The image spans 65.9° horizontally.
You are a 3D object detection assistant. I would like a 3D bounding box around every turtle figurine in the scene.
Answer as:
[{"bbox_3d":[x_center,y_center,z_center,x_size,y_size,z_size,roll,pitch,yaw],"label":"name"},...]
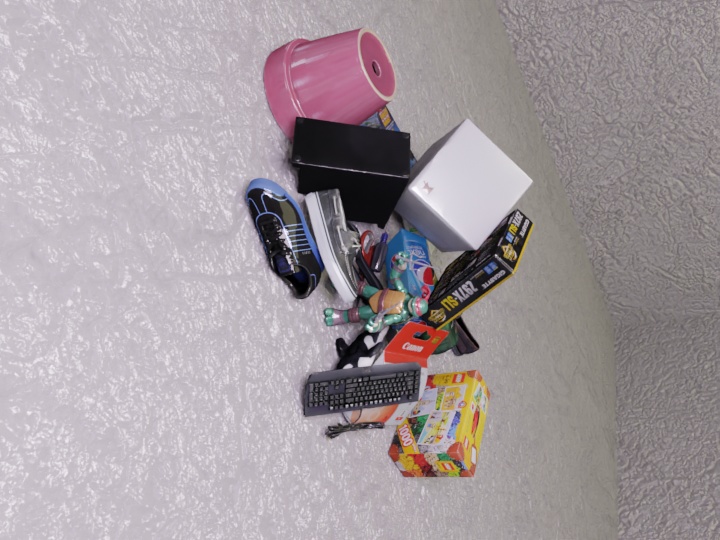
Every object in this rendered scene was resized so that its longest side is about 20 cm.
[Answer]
[{"bbox_3d":[0.040,0.052,0.942,0.101,0.199,0.150,57,42,-41],"label":"turtle figurine"}]

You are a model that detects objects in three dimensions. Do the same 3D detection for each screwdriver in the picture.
[{"bbox_3d":[0.056,-0.089,1.131,0.029,0.028,0.201,58,46,-62],"label":"screwdriver"}]

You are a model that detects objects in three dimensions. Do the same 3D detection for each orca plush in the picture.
[{"bbox_3d":[-0.004,0.129,0.978,0.071,0.105,0.200,35,53,0],"label":"orca plush"}]

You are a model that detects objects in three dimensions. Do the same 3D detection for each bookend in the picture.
[{"bbox_3d":[-0.029,-0.168,1.006,0.200,0.198,0.092,115,-21,-66],"label":"bookend"}]

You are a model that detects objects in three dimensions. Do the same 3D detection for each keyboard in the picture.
[{"bbox_3d":[0.005,0.214,0.899,0.199,0.021,0.128,-2,110,-21],"label":"keyboard"}]

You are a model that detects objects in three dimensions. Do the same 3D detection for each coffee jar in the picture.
[{"bbox_3d":[0.143,0.075,1.206,0.104,0.085,0.201,-67,135,-68],"label":"coffee jar"}]

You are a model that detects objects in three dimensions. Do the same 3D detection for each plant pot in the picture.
[{"bbox_3d":[-0.041,-0.332,0.990,0.200,0.178,0.201,29,54,-50],"label":"plant pot"}]

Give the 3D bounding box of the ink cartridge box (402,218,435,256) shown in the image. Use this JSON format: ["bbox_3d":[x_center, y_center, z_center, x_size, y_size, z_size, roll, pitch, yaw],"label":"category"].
[{"bbox_3d":[0.135,-0.143,1.285,0.109,0.050,0.201,-56,135,-50],"label":"ink cartridge box"}]

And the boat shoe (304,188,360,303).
[{"bbox_3d":[-0.034,-0.048,0.921,0.072,0.071,0.201,56,14,-79],"label":"boat shoe"}]

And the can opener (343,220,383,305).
[{"bbox_3d":[-0.009,-0.007,1.029,0.079,0.063,0.201,-81,149,-65],"label":"can opener"}]

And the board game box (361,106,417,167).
[{"bbox_3d":[0.038,-0.261,1.194,0.200,0.061,0.200,63,36,-24],"label":"board game box"}]

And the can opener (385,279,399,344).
[{"bbox_3d":[0.075,0.116,1.113,0.053,0.066,0.201,-28,102,-70],"label":"can opener"}]

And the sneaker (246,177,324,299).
[{"bbox_3d":[-0.119,-0.046,0.864,0.200,0.070,0.078,59,29,-28],"label":"sneaker"}]

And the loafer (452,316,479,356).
[{"bbox_3d":[0.235,0.117,1.361,0.072,0.063,0.201,-49,120,-53],"label":"loafer"}]

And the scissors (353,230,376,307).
[{"bbox_3d":[0.000,0.000,1.090,0.073,0.014,0.200,60,37,-29],"label":"scissors"}]

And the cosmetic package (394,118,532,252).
[{"bbox_3d":[0.175,-0.149,1.047,0.166,0.200,0.167,42,85,-7],"label":"cosmetic package"}]

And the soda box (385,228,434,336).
[{"bbox_3d":[0.096,0.021,1.071,0.064,0.068,0.201,18,47,-26],"label":"soda box"}]

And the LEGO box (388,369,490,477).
[{"bbox_3d":[0.160,0.301,1.096,0.077,0.148,0.200,59,36,-26],"label":"LEGO box"}]

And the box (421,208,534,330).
[{"bbox_3d":[0.201,0.000,0.966,0.049,0.200,0.160,43,42,-2],"label":"box"}]

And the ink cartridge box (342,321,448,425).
[{"bbox_3d":[0.077,0.190,0.986,0.050,0.200,0.162,47,15,34],"label":"ink cartridge box"}]
